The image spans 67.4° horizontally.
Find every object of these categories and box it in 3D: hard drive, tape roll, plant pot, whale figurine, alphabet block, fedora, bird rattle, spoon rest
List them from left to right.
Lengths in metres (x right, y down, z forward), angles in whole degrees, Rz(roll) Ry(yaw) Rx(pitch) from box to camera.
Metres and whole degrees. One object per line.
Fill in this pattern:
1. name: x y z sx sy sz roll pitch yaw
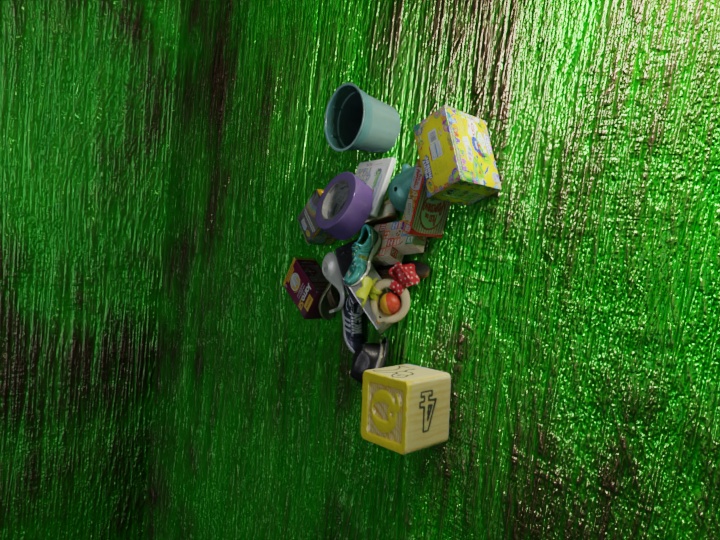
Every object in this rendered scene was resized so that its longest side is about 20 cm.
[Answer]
1. spoon rest: -0.091 0.040 1.857 0.098 0.059 0.209 -20 75 58
2. tape roll: -0.055 -0.209 1.753 0.197 0.084 0.206 -29 47 36
3. hard drive: 0.000 0.000 1.801 0.131 0.042 0.206 -22 70 5
4. plant pot: 0.016 -0.470 1.730 0.196 0.191 0.210 -3 86 49
5. fedora: 0.020 0.295 1.714 0.201 0.088 0.208 -161 89 -85
6. bird rattle: 0.089 0.070 1.610 0.193 0.113 0.169 -16 97 9
7. alphabet block: 0.131 0.392 1.565 0.191 0.195 0.206 0 89 48
8. whale figurine: 0.158 -0.267 1.628 0.201 0.101 0.162 -51 53 34

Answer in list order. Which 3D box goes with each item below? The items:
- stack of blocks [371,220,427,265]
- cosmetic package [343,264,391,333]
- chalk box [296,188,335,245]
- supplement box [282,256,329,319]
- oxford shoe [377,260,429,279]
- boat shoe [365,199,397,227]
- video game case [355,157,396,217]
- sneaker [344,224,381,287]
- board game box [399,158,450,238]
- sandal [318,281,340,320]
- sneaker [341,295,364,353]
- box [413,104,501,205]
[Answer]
1. stack of blocks: 0.114 -0.087 1.676 0.196 0.058 0.119 -6 61 48
2. cosmetic package: 0.042 0.081 1.702 0.106 0.085 0.203 -34 72 -1
3. chalk box: -0.141 -0.176 1.961 0.201 0.121 0.127 -48 56 37
4. supplement box: -0.193 0.065 2.026 0.201 0.101 0.134 50 123 36
5. oxford shoe: 0.142 0.015 1.682 0.196 0.071 0.074 0 118 47
6. boat shoe: 0.043 -0.188 1.789 0.195 0.072 0.072 -12 76 40
7. video game case: 0.024 -0.271 1.786 0.179 0.023 0.207 4 71 52
8. sneaker: -0.006 -0.046 1.655 0.075 0.080 0.206 5 63 40
9. board game box: 0.198 -0.202 1.544 0.046 0.148 0.208 28 110 44
10. sandal: -0.092 0.090 1.923 0.057 0.078 0.207 44 120 44
11. sneaker: -0.013 0.172 1.825 0.108 0.068 0.208 -42 55 55
12. box: 0.260 -0.300 1.445 0.120 0.188 0.208 -24 71 44
